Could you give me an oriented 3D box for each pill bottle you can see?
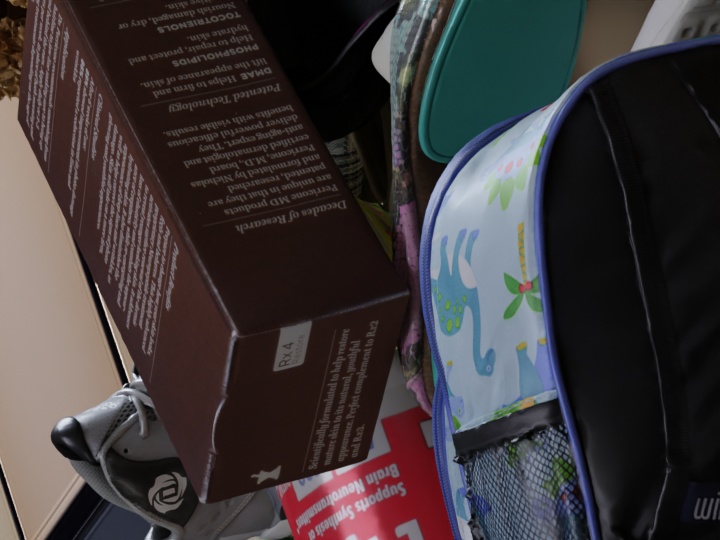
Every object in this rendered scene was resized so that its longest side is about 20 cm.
[{"bbox_3d":[0.043,0.136,1.095,0.112,0.112,0.201,-50,56,58],"label":"pill bottle"}]

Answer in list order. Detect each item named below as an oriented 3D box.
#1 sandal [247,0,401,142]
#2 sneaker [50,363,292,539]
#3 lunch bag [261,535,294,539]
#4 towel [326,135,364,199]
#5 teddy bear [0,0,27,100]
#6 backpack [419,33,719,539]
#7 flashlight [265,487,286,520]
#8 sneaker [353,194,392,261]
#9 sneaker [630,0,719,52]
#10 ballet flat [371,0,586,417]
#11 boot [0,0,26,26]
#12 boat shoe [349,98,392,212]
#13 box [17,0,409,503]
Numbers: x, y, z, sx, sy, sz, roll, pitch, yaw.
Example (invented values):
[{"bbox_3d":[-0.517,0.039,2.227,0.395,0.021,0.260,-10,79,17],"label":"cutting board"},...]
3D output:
[{"bbox_3d":[-0.011,-0.103,1.030,0.075,0.048,0.200,56,151,8],"label":"sandal"},{"bbox_3d":[-0.090,0.039,1.264,0.075,0.115,0.201,7,110,62],"label":"sneaker"},{"bbox_3d":[-0.039,0.231,1.339,0.161,0.082,0.201,157,101,-66],"label":"lunch bag"},{"bbox_3d":[-0.052,-0.046,1.314,0.200,0.034,0.193,44,140,46],"label":"towel"},{"bbox_3d":[-0.102,-0.109,1.154,0.067,0.144,0.201,-89,0,-59],"label":"teddy bear"},{"bbox_3d":[0.106,0.036,0.848,0.147,0.182,0.201,-25,75,63],"label":"backpack"},{"bbox_3d":[0.024,0.152,1.201,0.068,0.068,0.200,-46,62,37],"label":"flashlight"},{"bbox_3d":[0.000,0.000,1.133,0.200,0.090,0.079,-156,68,-78],"label":"sneaker"},{"bbox_3d":[0.096,-0.037,0.968,0.200,0.074,0.087,106,148,-42],"label":"sneaker"},{"bbox_3d":[0.033,-0.044,0.973,0.071,0.069,0.201,42,135,52],"label":"ballet flat"},{"bbox_3d":[-0.127,-0.168,1.234,0.068,0.188,0.201,36,112,41],"label":"boot"},{"bbox_3d":[-0.003,-0.101,1.145,0.201,0.063,0.073,61,149,31],"label":"boat shoe"},{"bbox_3d":[-0.059,-0.026,1.026,0.100,0.075,0.200,104,147,-49],"label":"box"}]
